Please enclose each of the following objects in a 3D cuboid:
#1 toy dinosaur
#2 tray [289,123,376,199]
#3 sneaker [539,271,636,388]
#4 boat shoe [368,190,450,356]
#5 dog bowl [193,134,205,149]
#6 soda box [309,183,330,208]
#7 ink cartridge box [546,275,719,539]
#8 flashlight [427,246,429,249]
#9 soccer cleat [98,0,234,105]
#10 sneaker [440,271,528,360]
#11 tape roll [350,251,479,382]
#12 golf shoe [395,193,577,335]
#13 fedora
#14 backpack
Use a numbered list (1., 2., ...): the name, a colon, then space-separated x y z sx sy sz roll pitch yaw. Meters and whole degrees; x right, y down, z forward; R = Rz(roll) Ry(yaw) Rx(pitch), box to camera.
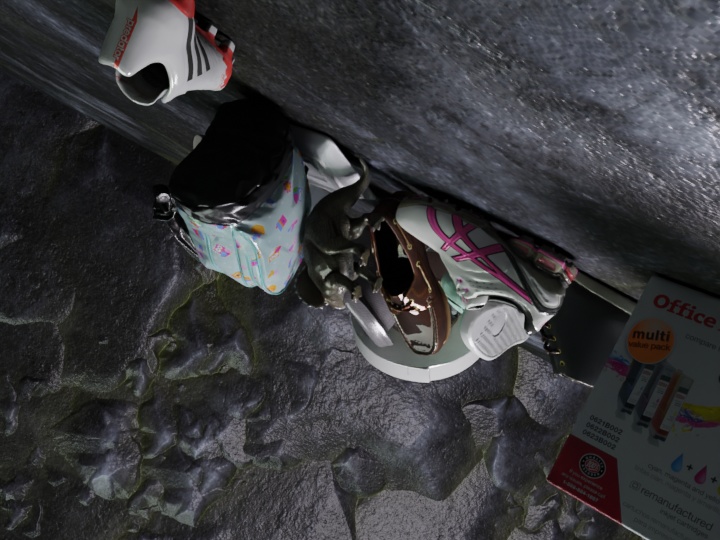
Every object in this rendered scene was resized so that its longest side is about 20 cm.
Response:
1. toy dinosaur: -0.029 -0.025 0.922 0.102 0.201 0.077 17 -147 28
2. tray: -0.075 -0.131 0.974 0.200 0.022 0.107 26 162 44
3. sneaker: 0.201 0.047 0.918 0.199 0.107 0.075 27 178 8
4. boat shoe: 0.050 0.013 0.971 0.070 0.201 0.070 -7 -159 30
5. dog bowl: -0.157 -0.088 1.116 0.200 0.058 0.201 57 159 36
6. soda box: -0.059 -0.101 1.152 0.063 0.068 0.200 27 178 2
7. ink cartridge box: 0.284 0.133 0.718 0.145 0.201 0.144 25 174 40
8. flashlight: 0.048 -0.048 1.150 0.067 0.068 0.200 1 -176 -14
9. soccer cleat: -0.145 -0.160 0.640 0.068 0.086 0.200 27 178 1
10. sneaker: 0.131 0.046 1.018 0.118 0.074 0.200 28 -168 25
11. tape roll: 0.085 0.060 1.173 0.202 0.203 0.037 26 148 25
12. golf shoe: 0.114 -0.010 0.871 0.199 0.092 0.073 28 179 21
13. fedora: 0.000 0.000 1.086 0.200 0.090 0.177 49 178 34
14. backpack: -0.124 -0.063 0.919 0.126 0.167 0.200 29 153 17
